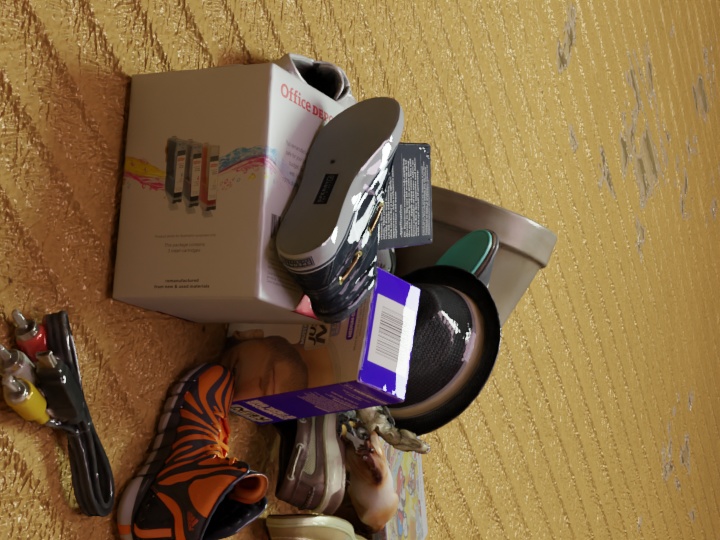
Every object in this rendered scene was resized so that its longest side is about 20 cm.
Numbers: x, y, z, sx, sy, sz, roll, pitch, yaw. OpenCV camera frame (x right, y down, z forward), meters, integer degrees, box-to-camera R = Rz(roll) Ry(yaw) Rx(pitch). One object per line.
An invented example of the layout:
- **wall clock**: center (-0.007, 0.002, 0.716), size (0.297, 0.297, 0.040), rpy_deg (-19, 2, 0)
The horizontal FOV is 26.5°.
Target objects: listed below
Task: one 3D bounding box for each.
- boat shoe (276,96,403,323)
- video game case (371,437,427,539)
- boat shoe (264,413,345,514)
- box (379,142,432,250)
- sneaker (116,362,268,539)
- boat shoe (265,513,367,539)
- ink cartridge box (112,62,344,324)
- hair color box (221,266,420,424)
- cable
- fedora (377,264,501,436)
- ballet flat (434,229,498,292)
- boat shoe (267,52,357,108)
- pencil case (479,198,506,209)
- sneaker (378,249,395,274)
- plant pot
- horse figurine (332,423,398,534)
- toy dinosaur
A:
- **boat shoe**: center (-0.009, -0.053, 1.293), size (0.201, 0.071, 0.091), rpy_deg (-63, 145, -35)
- **video game case**: center (0.042, 0.249, 1.739), size (0.200, 0.023, 0.183), rpy_deg (-39, 125, -72)
- **boat shoe**: center (-0.059, 0.139, 1.510), size (0.075, 0.075, 0.203), rpy_deg (122, -29, -46)
- **box**: center (-0.033, -0.072, 1.483), size (0.200, 0.147, 0.105), rpy_deg (-9, 99, -63)
- **sneaker**: center (-0.123, 0.165, 1.327), size (0.078, 0.112, 0.200), rpy_deg (66, 33, -41)
- **boat shoe**: center (-0.041, 0.291, 1.552), size (0.201, 0.073, 0.063), rpy_deg (53, 39, -62)
- **ink cartridge box**: center (-0.110, -0.063, 1.318), size (0.145, 0.144, 0.201), rpy_deg (24, 69, -63)
- **hair color box**: center (-0.042, 0.071, 1.391), size (0.065, 0.200, 0.110), rpy_deg (26, 62, -36)
- **cable**: center (-0.237, 0.110, 1.197), size (0.200, 0.050, 0.097), rpy_deg (80, 7, -46)
- **fedora**: center (0.041, 0.073, 1.567), size (0.092, 0.200, 0.201), rpy_deg (31, 62, -52)
- **ballet flat**: center (0.088, 0.040, 1.657), size (0.200, 0.073, 0.073), rpy_deg (-46, 154, 10)
- **boat shoe**: center (-0.040, -0.176, 1.537), size (0.074, 0.065, 0.200), rpy_deg (64, 22, 10)
- **pencil case**: center (0.155, 0.012, 1.958), size (0.089, 0.078, 0.201), rpy_deg (40, 52, -40)
- **sneaker**: center (0.000, 0.000, 1.638), size (0.116, 0.075, 0.200), rpy_deg (68, 32, -42)
- **plant pot**: center (0.106, 0.010, 1.762), size (0.200, 0.199, 0.174), rpy_deg (24, 85, -63)
- **horse figurine**: center (-0.001, 0.208, 1.573), size (0.050, 0.133, 0.201), rpy_deg (-23, 133, -19)
- **toy dinosaur**: center (-0.015, 0.113, 1.466), size (0.200, 0.047, 0.088), rpy_deg (51, 11, 4)
